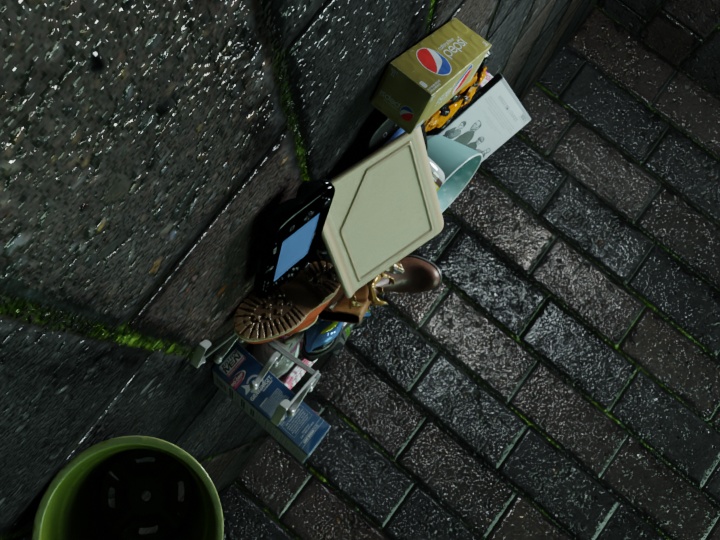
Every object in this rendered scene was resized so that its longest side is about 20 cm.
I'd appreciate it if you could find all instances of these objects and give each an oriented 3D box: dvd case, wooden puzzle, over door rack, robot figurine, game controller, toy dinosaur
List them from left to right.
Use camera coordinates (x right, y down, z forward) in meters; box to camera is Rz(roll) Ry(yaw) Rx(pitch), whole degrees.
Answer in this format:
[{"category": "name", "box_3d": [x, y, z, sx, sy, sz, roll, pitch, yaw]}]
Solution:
[{"category": "over door rack", "box_3d": [-0.147, 0.148, 1.003, 0.067, 0.146, 0.200, -58, 174, 10]}, {"category": "game controller", "box_3d": [-0.084, -0.034, 0.867, 0.105, 0.042, 0.201, -50, 173, -27]}, {"category": "toy dinosaur", "box_3d": [0.000, 0.000, 1.096, 0.059, 0.109, 0.199, -10, 166, 29]}, {"category": "wooden puzzle", "box_3d": [0.026, -0.084, 1.000, 0.199, 0.037, 0.187, -37, 134, -17]}, {"category": "game controller", "box_3d": [0.052, -0.179, 1.019, 0.105, 0.042, 0.200, -54, 162, -8]}, {"category": "robot figurine", "box_3d": [0.146, -0.295, 1.145, 0.146, 0.058, 0.200, -57, 173, 34]}, {"category": "dvd case", "box_3d": [0.242, -0.290, 1.466, 0.199, 0.025, 0.150, -40, 138, 14]}]

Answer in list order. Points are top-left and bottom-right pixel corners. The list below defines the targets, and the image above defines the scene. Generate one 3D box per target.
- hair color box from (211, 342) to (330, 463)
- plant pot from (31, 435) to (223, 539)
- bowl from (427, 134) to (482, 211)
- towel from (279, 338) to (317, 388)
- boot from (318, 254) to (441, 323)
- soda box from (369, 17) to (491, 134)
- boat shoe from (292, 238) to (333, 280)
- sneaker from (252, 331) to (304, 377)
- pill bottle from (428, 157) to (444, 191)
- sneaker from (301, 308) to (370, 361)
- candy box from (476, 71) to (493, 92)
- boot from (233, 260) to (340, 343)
[{"category": "hair color box", "box_3d": [-0.143, 0.210, 1.124, 0.061, 0.199, 0.100, -48, 174, -23]}, {"category": "plant pot", "box_3d": [-0.263, 0.286, 0.842, 0.201, 0.199, 0.190, -51, -173, -11]}, {"category": "bowl", "box_3d": [0.135, -0.184, 1.393, 0.200, 0.105, 0.201, -43, 167, -12]}, {"category": "towel", "box_3d": [-0.140, 0.157, 1.330, 0.144, 0.030, 0.200, -4, -148, 40]}, {"category": "boot", "box_3d": [0.026, 0.030, 1.184, 0.200, 0.184, 0.070, -44, 144, -60]}, {"category": "soda box", "box_3d": [0.095, -0.256, 0.919, 0.200, 0.067, 0.064, -47, 172, -45]}, {"category": "boat shoe", "box_3d": [-0.045, -0.040, 1.102, 0.200, 0.072, 0.067, -43, 149, 16]}, {"category": "sneaker", "box_3d": [-0.136, 0.105, 1.205, 0.203, 0.080, 0.088, -63, 170, 15]}, {"category": "pill bottle", "box_3d": [0.043, -0.108, 1.176, 0.202, 0.109, 0.109, -53, 174, 4]}, {"category": "sneaker", "box_3d": [-0.046, 0.096, 1.222, 0.199, 0.070, 0.084, -33, 155, -60]}, {"category": "candy box", "box_3d": [0.220, -0.323, 1.539, 0.202, 0.061, 0.136, -56, 171, 30]}, {"category": "boot", "box_3d": [-0.113, 0.069, 1.039, 0.198, 0.075, 0.108, -28, 159, -45]}]
